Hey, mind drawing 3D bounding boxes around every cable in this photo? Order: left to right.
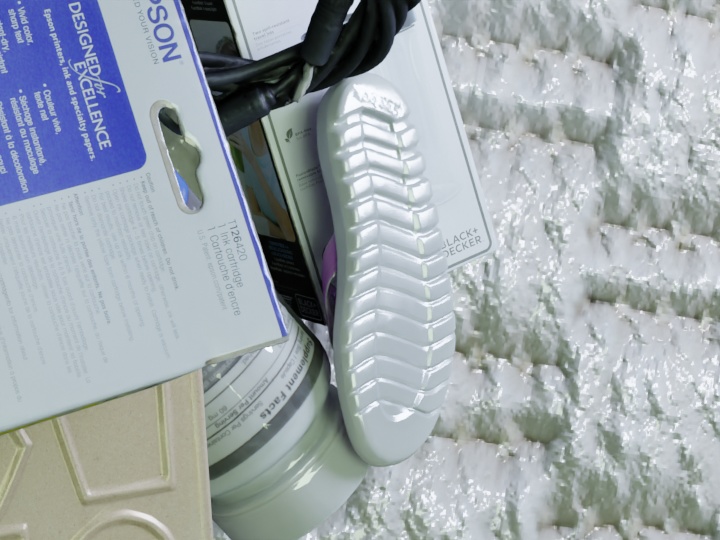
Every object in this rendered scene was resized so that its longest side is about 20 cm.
[{"bbox_3d":[-0.059,-0.152,1.351,0.163,0.051,0.200,-14,131,8],"label":"cable"}]

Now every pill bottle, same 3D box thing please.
[{"bbox_3d":[-0.087,0.045,1.434,0.114,0.114,0.200,-46,114,-15],"label":"pill bottle"}]

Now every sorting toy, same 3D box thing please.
[{"bbox_3d":[-0.157,0.117,1.331,0.185,0.036,0.201,-8,103,-30],"label":"sorting toy"}]

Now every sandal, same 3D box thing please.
[{"bbox_3d":[0.006,0.000,1.449,0.082,0.050,0.203,-1,87,-43],"label":"sandal"}]

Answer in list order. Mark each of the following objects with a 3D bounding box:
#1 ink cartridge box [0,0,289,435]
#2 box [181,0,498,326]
[{"bbox_3d":[-0.154,-0.031,1.282,0.200,0.047,0.198,-16,87,-32],"label":"ink cartridge box"},{"bbox_3d":[-0.012,-0.085,1.487,0.116,0.060,0.201,-25,108,-23],"label":"box"}]
